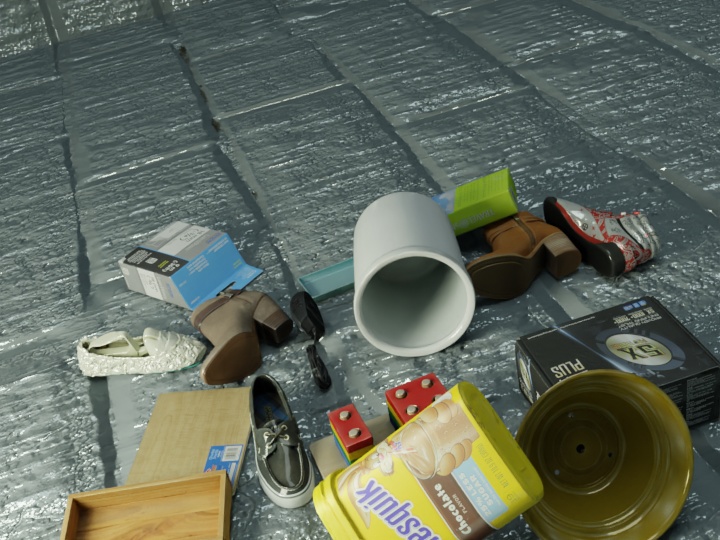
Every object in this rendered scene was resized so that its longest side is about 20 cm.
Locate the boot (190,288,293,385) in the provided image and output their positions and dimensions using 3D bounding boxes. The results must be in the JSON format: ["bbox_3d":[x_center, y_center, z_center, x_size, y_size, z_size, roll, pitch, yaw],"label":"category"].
[{"bbox_3d":[-0.201,0.093,1.423,0.145,0.071,0.199,19,34,36],"label":"boot"}]

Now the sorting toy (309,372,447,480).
[{"bbox_3d":[0.055,0.219,1.142,0.198,0.070,0.199,-19,33,-12],"label":"sorting toy"}]

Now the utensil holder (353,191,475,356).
[{"bbox_3d":[0.070,0.000,1.393,0.167,0.172,0.201,-10,29,3],"label":"utensil holder"}]

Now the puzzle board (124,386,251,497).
[{"bbox_3d":[-0.219,0.229,1.268,0.148,0.018,0.201,-5,33,8],"label":"puzzle board"}]

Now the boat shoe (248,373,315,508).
[{"bbox_3d":[-0.108,0.212,1.210,0.068,0.057,0.201,-16,38,-9],"label":"boat shoe"}]

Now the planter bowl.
[{"bbox_3d":[0.250,0.202,1.038,0.198,0.203,0.083,-14,4,-4],"label":"planter bowl"}]

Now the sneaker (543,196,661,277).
[{"bbox_3d":[0.376,-0.065,1.487,0.107,0.068,0.202,-20,37,-15],"label":"sneaker"}]

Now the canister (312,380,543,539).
[{"bbox_3d":[0.069,0.227,0.980,0.199,0.149,0.086,-40,-14,16],"label":"canister"}]

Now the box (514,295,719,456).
[{"bbox_3d":[0.313,0.132,1.179,0.197,0.087,0.164,-16,33,-8],"label":"box"}]

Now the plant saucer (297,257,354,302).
[{"bbox_3d":[0.000,0.000,1.551,0.198,0.019,0.070,-22,34,-14],"label":"plant saucer"}]

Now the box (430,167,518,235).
[{"bbox_3d":[0.159,-0.098,1.574,0.198,0.048,0.122,-21,19,16],"label":"box"}]

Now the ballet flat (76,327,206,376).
[{"bbox_3d":[-0.332,0.119,1.429,0.197,0.073,0.072,-8,32,5],"label":"ballet flat"}]

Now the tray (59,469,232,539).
[{"bbox_3d":[-0.253,0.302,1.134,0.197,0.037,0.099,-10,42,4],"label":"tray"}]

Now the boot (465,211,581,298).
[{"bbox_3d":[0.222,-0.036,1.476,0.198,0.078,0.155,-18,34,-14],"label":"boot"}]

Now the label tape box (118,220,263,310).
[{"bbox_3d":[-0.286,-0.009,1.614,0.198,0.064,0.144,14,41,35],"label":"label tape box"}]

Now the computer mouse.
[{"bbox_3d":[-0.075,0.102,1.392,0.034,0.059,0.201,-30,35,11],"label":"computer mouse"}]
